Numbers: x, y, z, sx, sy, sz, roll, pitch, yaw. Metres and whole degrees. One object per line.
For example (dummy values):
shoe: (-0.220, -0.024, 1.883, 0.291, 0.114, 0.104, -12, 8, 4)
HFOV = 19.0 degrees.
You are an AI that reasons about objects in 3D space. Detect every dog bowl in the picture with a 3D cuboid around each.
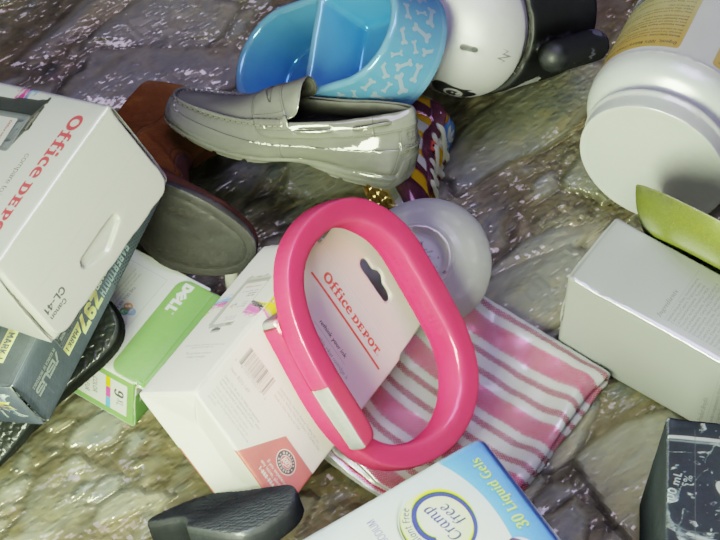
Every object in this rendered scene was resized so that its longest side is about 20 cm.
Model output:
dog bowl: (-0.021, -0.169, 1.693, 0.050, 0.200, 0.112, 27, 63, -40)

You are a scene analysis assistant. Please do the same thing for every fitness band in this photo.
fitness band: (0.008, 0.046, 1.514, 0.144, 0.037, 0.200, -39, 106, -39)

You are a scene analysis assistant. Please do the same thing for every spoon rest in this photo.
spoon rest: (0.000, 0.000, 1.624, 0.199, 0.061, 0.100, -6, 81, 6)

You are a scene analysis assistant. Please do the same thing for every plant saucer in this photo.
plant saucer: (0.287, -0.002, 1.613, 0.200, 0.200, 0.031, 31, 91, 18)

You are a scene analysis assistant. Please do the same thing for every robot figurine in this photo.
robot figurine: (0.114, -0.207, 1.758, 0.200, 0.150, 0.125, -20, 91, -50)

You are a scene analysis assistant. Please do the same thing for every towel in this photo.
towel: (0.077, 0.101, 1.589, 0.146, 0.030, 0.200, 31, 56, 18)

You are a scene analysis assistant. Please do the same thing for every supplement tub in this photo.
supplement tub: (0.268, -0.150, 1.732, 0.144, 0.145, 0.200, 23, 53, 12)

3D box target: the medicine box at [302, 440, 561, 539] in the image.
medicine box: (0.047, 0.245, 1.411, 0.200, 0.103, 0.182, -28, 61, -17)

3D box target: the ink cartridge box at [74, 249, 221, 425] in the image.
ink cartridge box: (-0.176, 0.044, 1.592, 0.200, 0.059, 0.104, 27, 54, 15)

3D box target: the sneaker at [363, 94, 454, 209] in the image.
sneaker: (0.043, -0.089, 1.707, 0.090, 0.075, 0.200, -18, 56, -12)

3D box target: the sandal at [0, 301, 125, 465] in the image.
sandal: (-0.248, 0.094, 1.534, 0.200, 0.048, 0.075, -37, 71, 1)

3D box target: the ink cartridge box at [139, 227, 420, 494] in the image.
ink cartridge box: (-0.051, 0.061, 1.534, 0.067, 0.117, 0.200, -5, 37, 47)

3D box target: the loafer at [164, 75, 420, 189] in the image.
loafer: (-0.051, -0.117, 1.636, 0.199, 0.070, 0.070, 11, 29, 7)

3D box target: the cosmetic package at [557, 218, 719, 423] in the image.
cosmetic package: (0.250, 0.055, 1.594, 0.200, 0.102, 0.074, 32, 62, 17)

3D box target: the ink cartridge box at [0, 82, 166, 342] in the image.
ink cartridge box: (-0.254, -0.050, 1.471, 0.200, 0.086, 0.148, 12, 61, 40)

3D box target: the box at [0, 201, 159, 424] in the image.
box: (-0.248, 0.008, 1.517, 0.157, 0.051, 0.200, 2, 56, 34)

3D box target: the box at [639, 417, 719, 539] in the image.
box: (0.292, 0.222, 1.458, 0.196, 0.124, 0.200, 5, 52, 1)

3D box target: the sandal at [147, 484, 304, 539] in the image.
sandal: (-0.085, 0.175, 1.432, 0.076, 0.200, 0.043, -20, 92, -19)

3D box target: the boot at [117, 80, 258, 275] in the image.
boot: (-0.132, -0.075, 1.668, 0.188, 0.069, 0.200, 14, 27, 18)
